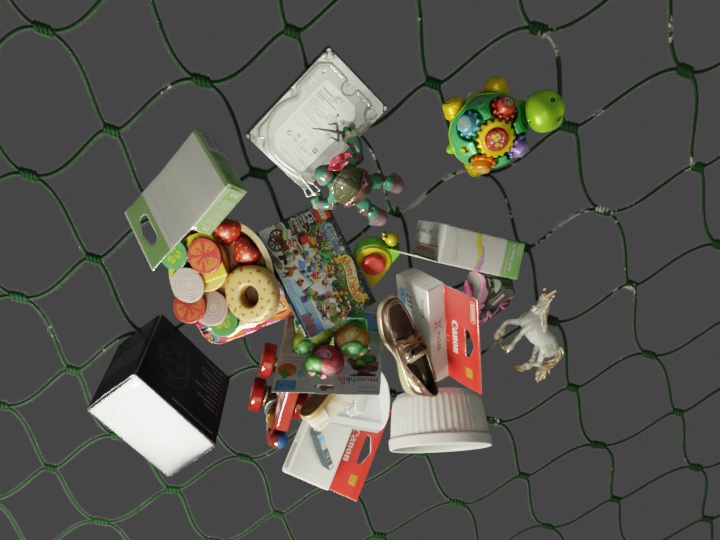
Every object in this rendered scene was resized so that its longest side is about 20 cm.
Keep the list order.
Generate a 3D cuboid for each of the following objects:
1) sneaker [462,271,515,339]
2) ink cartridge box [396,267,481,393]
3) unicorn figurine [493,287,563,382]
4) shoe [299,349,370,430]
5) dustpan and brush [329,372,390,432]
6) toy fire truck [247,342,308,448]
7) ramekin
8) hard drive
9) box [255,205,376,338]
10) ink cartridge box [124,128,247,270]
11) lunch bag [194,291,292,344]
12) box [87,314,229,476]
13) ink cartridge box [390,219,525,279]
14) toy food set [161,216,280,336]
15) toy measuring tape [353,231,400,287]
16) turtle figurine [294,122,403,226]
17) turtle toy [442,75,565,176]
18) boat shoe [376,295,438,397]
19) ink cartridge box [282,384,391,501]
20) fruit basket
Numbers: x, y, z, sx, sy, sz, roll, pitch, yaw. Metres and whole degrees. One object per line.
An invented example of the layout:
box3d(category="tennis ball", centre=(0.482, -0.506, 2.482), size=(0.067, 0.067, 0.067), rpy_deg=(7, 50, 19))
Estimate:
box3d(category="sneaker", centre=(0.225, 0.070, 1.230), size=(0.095, 0.079, 0.200), rpy_deg=(-4, 152, -12))
box3d(category="ink cartridge box", centre=(0.141, 0.115, 1.218), size=(0.045, 0.176, 0.201), rpy_deg=(-22, 120, -28))
box3d(category="unicorn figurine", centre=(0.336, 0.120, 1.304), size=(0.137, 0.074, 0.200), rpy_deg=(-36, 128, 3))
box3d(category="shoe", centre=(-0.029, 0.212, 1.247), size=(0.200, 0.070, 0.053), rpy_deg=(-45, 113, -15))
box3d(category="dustpan and brush", centre=(0.005, 0.207, 1.305), size=(0.139, 0.057, 0.201), rpy_deg=(14, 77, -19))
box3d(category="toy fire truck", centre=(-0.148, 0.243, 1.267), size=(0.112, 0.168, 0.201), rpy_deg=(14, 114, -10))
box3d(category="ramekin", centre=(0.152, 0.293, 1.306), size=(0.199, 0.106, 0.200), rpy_deg=(-2, 160, -1))
box3d(category="hard drive", centre=(-0.073, -0.248, 1.107), size=(0.200, 0.038, 0.140), rpy_deg=(-42, 112, 14))
box3d(category="box", centre=(-0.077, -0.002, 1.155), size=(0.136, 0.038, 0.201), rpy_deg=(-28, 93, -19))
box3d(category="ink cartridge box", centre=(-0.290, -0.112, 1.101), size=(0.200, 0.146, 0.048), rpy_deg=(-46, 149, 18))
box3d(category="lunch bag", centre=(-0.222, 0.023, 1.209), size=(0.199, 0.082, 0.177), rpy_deg=(-22, 111, 8))
box3d(category="box", centre=(-0.358, 0.225, 1.228), size=(0.124, 0.197, 0.200), rpy_deg=(-35, 113, 13))
box3d(category="ink cartridge box", centre=(0.165, -0.041, 1.155), size=(0.199, 0.117, 0.068), rpy_deg=(11, 93, -22))
box3d(category="toy food set", centre=(-0.239, 0.010, 1.124), size=(0.197, 0.049, 0.201), rpy_deg=(-19, 96, 17))
box3d(category="toy measuring tape", centre=(0.000, 0.000, 1.221), size=(0.073, 0.074, 0.200), rpy_deg=(29, 121, -17))
box3d(category="turtle figurine", centre=(-0.023, -0.145, 1.102), size=(0.199, 0.101, 0.150), rpy_deg=(21, 119, -41))
box3d(category="turtle toy", centre=(0.234, -0.237, 1.098), size=(0.199, 0.101, 0.146), rpy_deg=(-25, 115, 8))
box3d(category="boat shoe", centre=(0.091, 0.138, 1.187), size=(0.072, 0.072, 0.201), rpy_deg=(-28, 109, -31))
box3d(category="ink cartridge box", centre=(-0.036, 0.334, 1.326), size=(0.176, 0.045, 0.201), rpy_deg=(28, 72, -17))
box3d(category="fruit basket", centre=(-0.053, 0.135, 1.179), size=(0.184, 0.200, 0.094), rpy_deg=(1, 124, 4))
